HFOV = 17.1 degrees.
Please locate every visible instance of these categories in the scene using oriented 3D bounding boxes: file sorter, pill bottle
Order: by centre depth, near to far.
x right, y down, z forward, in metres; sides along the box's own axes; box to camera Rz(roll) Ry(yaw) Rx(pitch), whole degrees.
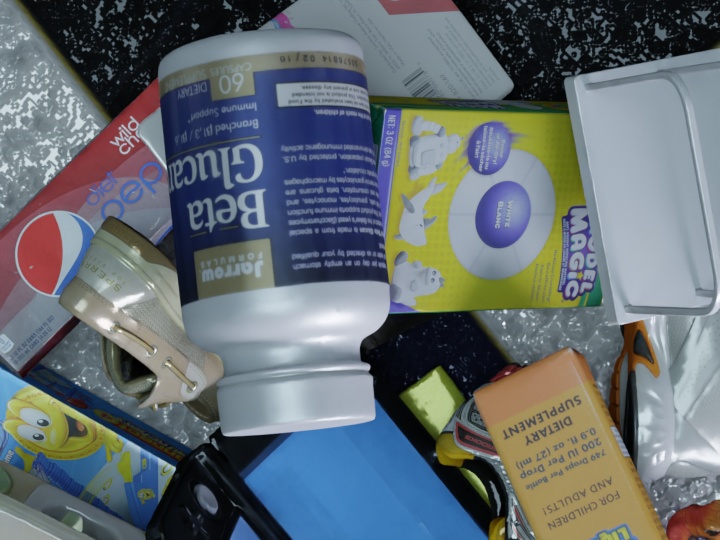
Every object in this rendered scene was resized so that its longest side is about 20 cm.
[{"bbox_3d":[-0.043,-0.018,1.249,0.110,0.111,0.202,-8,83,8],"label":"pill bottle"},{"bbox_3d":[0.237,-0.058,1.304,0.199,0.124,0.140,-12,95,-22],"label":"file sorter"}]

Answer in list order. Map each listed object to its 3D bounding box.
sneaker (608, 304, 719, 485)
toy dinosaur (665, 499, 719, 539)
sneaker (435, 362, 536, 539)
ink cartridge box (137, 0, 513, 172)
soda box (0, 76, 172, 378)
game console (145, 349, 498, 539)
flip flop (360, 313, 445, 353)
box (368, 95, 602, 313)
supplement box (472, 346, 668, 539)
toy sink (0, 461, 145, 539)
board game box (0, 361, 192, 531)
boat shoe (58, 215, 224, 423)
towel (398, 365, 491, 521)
[{"bbox_3d":[0.197,0.025,1.391,0.091,0.076,0.202,2,96,-10],"label":"sneaker"},{"bbox_3d":[0.235,0.214,1.354,0.181,0.105,0.201,29,80,-15],"label":"toy dinosaur"},{"bbox_3d":[0.117,0.157,1.395,0.082,0.078,0.201,-34,81,-14],"label":"sneaker"},{"bbox_3d":[-0.026,-0.087,1.360,0.200,0.067,0.117,-38,91,-20],"label":"ink cartridge box"},{"bbox_3d":[-0.152,-0.031,1.402,0.070,0.063,0.200,45,82,1],"label":"soda box"},{"bbox_3d":[-0.006,0.163,1.347,0.116,0.176,0.200,-37,99,16],"label":"game console"},{"bbox_3d":[0.000,0.000,1.413,0.199,0.058,0.081,-21,129,1],"label":"flip flop"},{"bbox_3d":[0.076,-0.037,1.348,0.199,0.048,0.118,-2,104,-36],"label":"box"},{"bbox_3d":[0.133,0.146,1.321,0.066,0.069,0.201,-26,83,6],"label":"supplement box"},{"bbox_3d":[-0.194,0.188,1.339,0.130,0.112,0.201,24,120,5],"label":"toy sink"},{"bbox_3d":[-0.201,0.171,1.455,0.195,0.056,0.201,28,98,4],"label":"board game box"},{"bbox_3d":[-0.121,0.044,1.368,0.072,0.200,0.065,32,74,26],"label":"boat shoe"},{"bbox_3d":[0.073,0.162,1.440,0.086,0.018,0.201,-36,89,5],"label":"towel"}]
